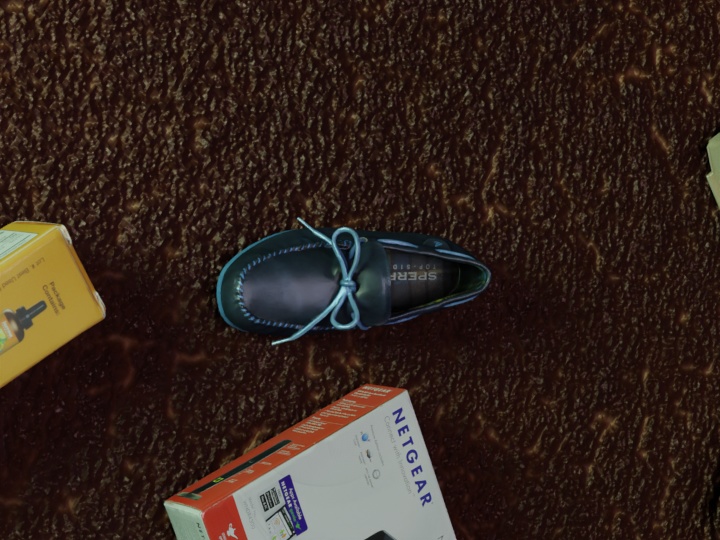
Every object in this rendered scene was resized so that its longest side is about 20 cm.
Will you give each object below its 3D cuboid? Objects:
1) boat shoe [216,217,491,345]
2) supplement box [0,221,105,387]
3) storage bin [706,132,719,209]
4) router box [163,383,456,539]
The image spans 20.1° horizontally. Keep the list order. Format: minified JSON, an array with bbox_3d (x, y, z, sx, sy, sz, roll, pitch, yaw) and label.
[{"bbox_3d":[0.000,0.000,1.354,0.200,0.069,0.084,-13,101,-34],"label":"boat shoe"},{"bbox_3d":[-0.249,0.048,1.180,0.200,0.069,0.067,-35,113,-27],"label":"supplement box"},{"bbox_3d":[0.395,-0.065,1.621,0.200,0.094,0.199,-38,114,-27],"label":"storage bin"},{"bbox_3d":[-0.019,0.204,1.366,0.179,0.049,0.200,-29,109,-31],"label":"router box"}]
